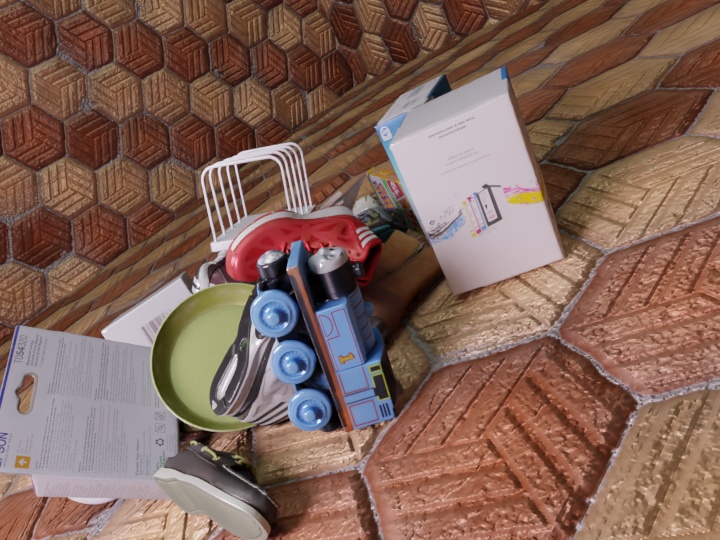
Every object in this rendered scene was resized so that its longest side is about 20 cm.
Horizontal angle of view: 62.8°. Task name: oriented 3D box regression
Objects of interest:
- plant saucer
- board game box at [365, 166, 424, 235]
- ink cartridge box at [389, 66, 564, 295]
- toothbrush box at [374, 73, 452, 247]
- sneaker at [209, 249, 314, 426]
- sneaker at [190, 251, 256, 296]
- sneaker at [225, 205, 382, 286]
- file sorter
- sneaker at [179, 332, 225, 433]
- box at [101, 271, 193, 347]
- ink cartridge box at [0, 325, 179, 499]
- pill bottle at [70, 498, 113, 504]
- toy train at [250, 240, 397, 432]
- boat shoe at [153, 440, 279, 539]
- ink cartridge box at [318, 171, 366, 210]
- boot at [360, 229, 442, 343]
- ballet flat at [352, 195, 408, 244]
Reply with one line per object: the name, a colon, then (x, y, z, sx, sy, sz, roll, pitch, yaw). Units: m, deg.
plant saucer: (-0.163, 0.110, 0.748, 0.192, 0.031, 0.205, 3, 55, -5)
board game box: (0.062, -0.125, 1.019, 0.029, 0.097, 0.200, -30, 20, -5)
ink cartridge box: (0.145, -0.108, 0.718, 0.141, 0.204, 0.148, -18, 22, 21)
toothbrush box: (0.116, -0.163, 0.881, 0.083, 0.204, 0.147, -15, 23, 29)
sneaker: (-0.082, 0.083, 0.679, 0.075, 0.114, 0.205, 26, 87, 51)
sneaker: (-0.180, 0.017, 0.922, 0.112, 0.078, 0.201, 18, 23, 1)
sneaker: (-0.055, -0.021, 0.708, 0.196, 0.081, 0.114, -24, 38, -32)
file sorter: (-0.158, -0.125, 0.944, 0.134, 0.129, 0.201, -9, 16, 6)
sneaker: (-0.187, 0.130, 0.797, 0.075, 0.090, 0.201, -13, 27, 38)
box: (-0.342, 0.093, 1.028, 0.150, 0.108, 0.200, -35, 10, -10)
ink cartridge box: (-0.310, 0.163, 0.684, 0.044, 0.195, 0.199, -56, 34, 30)
pill bottle: (-0.341, 0.208, 0.802, 0.110, 0.114, 0.200, -30, 20, -2)
toy train: (-0.034, 0.067, 0.585, 0.111, 0.206, 0.087, -16, 21, 2)
boat shoe: (-0.138, 0.207, 0.580, 0.198, 0.073, 0.061, -7, 30, 48)
ink cartridge box: (-0.077, -0.080, 1.057, 0.200, 0.043, 0.176, -49, -11, -39)
boot: (0.000, 0.000, 0.779, 0.184, 0.070, 0.200, 20, 49, 30)
ballet flat: (0.018, -0.076, 0.896, 0.070, 0.074, 0.199, -22, -6, 19)
